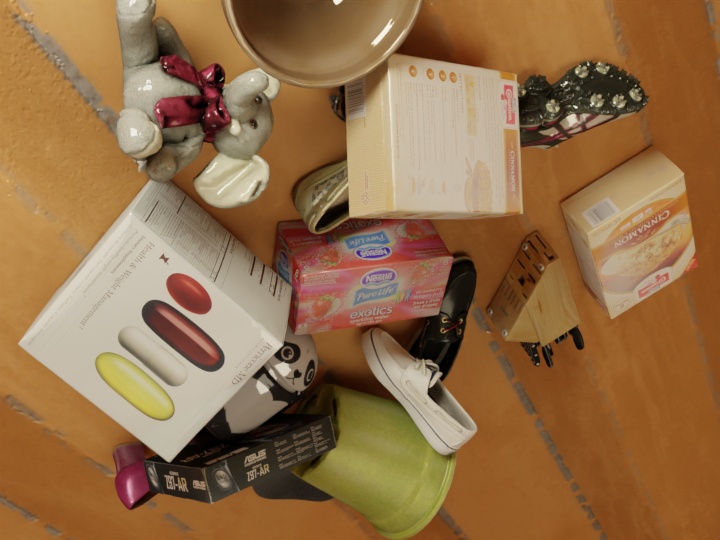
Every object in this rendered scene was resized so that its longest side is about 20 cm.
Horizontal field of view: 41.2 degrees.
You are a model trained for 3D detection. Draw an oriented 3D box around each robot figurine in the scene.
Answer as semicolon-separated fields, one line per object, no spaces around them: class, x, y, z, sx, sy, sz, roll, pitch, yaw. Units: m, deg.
robot figurine;-0.144;0.132;1.186;0.199;0.126;0.150;-37;175;7

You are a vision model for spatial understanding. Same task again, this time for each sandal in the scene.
sandal;-0.099;0.309;1.436;0.076;0.043;0.199;-36;146;16

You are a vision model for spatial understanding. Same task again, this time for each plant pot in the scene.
plant pot;0.003;0.252;1.343;0.182;0.202;0.201;26;114;-29
plant pot;-0.043;-0.282;0.892;0.197;0.093;0.204;-13;125;-19

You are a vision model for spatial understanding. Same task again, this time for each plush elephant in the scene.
plush elephant;-0.148;-0.153;0.917;0.151;0.168;0.201;-2;160;-9

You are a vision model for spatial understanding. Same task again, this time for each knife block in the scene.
knife block;0.279;0.048;1.382;0.173;0.064;0.202;3;126;-31

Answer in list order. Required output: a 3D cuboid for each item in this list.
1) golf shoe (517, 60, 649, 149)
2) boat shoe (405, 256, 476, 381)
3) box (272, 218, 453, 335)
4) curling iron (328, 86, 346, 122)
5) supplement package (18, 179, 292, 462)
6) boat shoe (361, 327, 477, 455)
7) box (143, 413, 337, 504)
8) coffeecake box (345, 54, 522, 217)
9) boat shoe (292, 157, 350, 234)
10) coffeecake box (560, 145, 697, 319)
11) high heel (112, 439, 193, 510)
golf shoe;0.251;-0.196;1.161;0.196;0.078;0.089;-10;153;-16
boat shoe;0.119;0.074;1.323;0.072;0.063;0.204;2;126;-26
box;0.000;0.000;1.165;0.196;0.103;0.096;-6;132;-22
curling iron;0.016;-0.242;1.014;0.049;0.026;0.202;2;127;-33
supplement package;-0.208;0.047;1.013;0.199;0.148;0.191;40;106;-15
boat shoe;0.081;0.152;1.290;0.066;0.201;0.072;-39;172;29
box;-0.153;0.234;1.223;0.198;0.159;0.044;-16;95;-39
coffeecake box;0.082;-0.136;1.023;0.197;0.072;0.157;-2;89;-41
boat shoe;0.018;-0.108;1.107;0.198;0.063;0.074;-33;135;2
coffeecake box;0.380;-0.049;1.343;0.152;0.073;0.201;-32;136;0
high heel;-0.230;0.268;1.283;0.196;0.097;0.068;-8;132;-21
